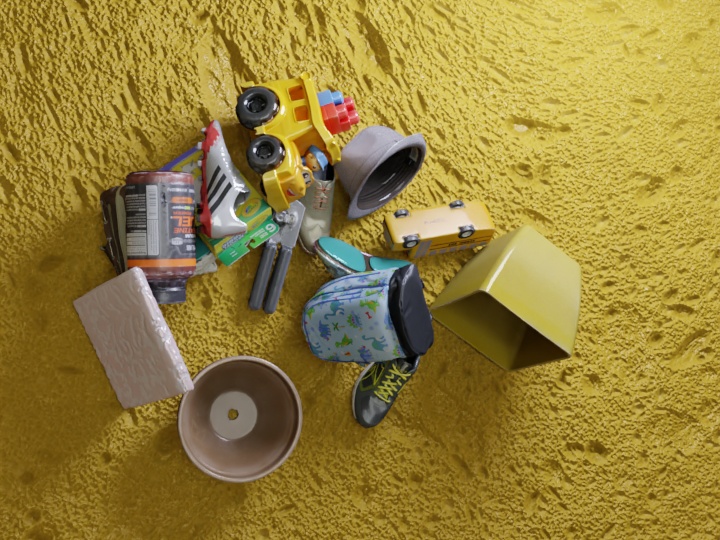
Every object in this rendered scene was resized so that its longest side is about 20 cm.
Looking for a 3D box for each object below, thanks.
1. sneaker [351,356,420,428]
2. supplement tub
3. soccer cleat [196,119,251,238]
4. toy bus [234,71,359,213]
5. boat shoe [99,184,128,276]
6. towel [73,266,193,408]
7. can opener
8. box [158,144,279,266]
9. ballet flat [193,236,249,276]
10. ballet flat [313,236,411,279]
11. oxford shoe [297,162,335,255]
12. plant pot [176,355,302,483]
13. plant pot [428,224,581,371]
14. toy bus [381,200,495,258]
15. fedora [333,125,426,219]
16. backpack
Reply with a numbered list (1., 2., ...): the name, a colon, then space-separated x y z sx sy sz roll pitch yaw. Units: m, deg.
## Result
1. sneaker: 0.049 0.178 1.540 0.074 0.085 0.201 28 79 -13
2. supplement tub: -0.307 -0.050 1.373 0.106 0.107 0.201 -2 92 -17
3. soccer cleat: -0.215 -0.144 1.406 0.085 0.069 0.201 1 68 -10
4. toy bus: -0.092 -0.217 1.450 0.191 0.136 0.201 -14 67 0
5. boat shoe: -0.379 -0.036 1.437 0.074 0.075 0.204 -1 98 21
6. towel: -0.350 0.110 1.373 0.032 0.190 0.201 -29 96 -46
7. can opener: -0.145 -0.029 1.515 0.053 0.067 0.201 15 96 -16
8. box: -0.232 -0.111 1.448 0.117 0.048 0.200 -37 73 -16
9. ballet flat: -0.238 -0.036 1.477 0.200 0.072 0.072 -38 98 -14
10. ballet flat: 0.000 0.000 1.542 0.199 0.071 0.069 14 43 -25
11. oxford shoe: -0.077 -0.127 1.524 0.070 0.074 0.201 -2 88 -19
12. plant pot: -0.202 0.238 1.454 0.200 0.093 0.202 1 87 -18
13. plant pot: 0.273 0.041 1.573 0.200 0.200 0.177 36 65 -12
14. toy bus: 0.136 -0.072 1.581 0.199 0.078 0.065 -11 62 -18
15. fedora: 0.022 -0.182 1.523 0.090 0.177 0.200 44 48 17
16. backpack: 0.000 0.079 1.478 0.154 0.199 0.164 -42 128 -45
